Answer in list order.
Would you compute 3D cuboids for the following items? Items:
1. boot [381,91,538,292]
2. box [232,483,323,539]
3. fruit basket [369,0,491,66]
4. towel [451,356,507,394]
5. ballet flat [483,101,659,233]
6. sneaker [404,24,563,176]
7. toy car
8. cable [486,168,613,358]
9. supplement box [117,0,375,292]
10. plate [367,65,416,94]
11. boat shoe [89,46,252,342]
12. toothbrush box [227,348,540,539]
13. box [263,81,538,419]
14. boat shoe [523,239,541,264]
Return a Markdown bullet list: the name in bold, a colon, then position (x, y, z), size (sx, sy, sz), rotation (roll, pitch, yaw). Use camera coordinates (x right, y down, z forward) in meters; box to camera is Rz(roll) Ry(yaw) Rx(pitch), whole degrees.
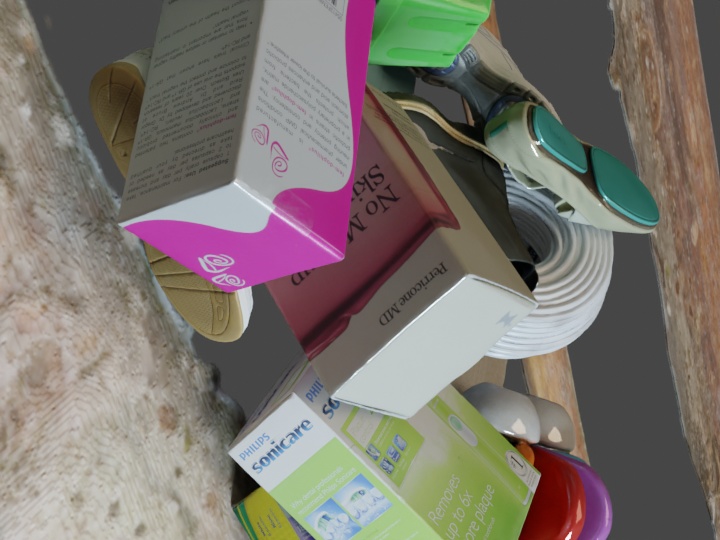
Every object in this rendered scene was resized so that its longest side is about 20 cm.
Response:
- **boot**: position (0.059, -0.058, 1.065), size (0.198, 0.077, 0.140), rotation (7, 52, -38)
- **box**: position (-0.012, 0.210, 0.991), size (0.117, 0.048, 0.201), rotation (-16, 71, -56)
- **fruit basket**: position (0.007, -0.275, 1.030), size (0.213, 0.156, 0.218), rotation (5, 71, -16)
- **towel**: position (0.106, 0.038, 1.288), size (0.132, 0.034, 0.202), rotation (41, 54, -49)
- **ballet flat**: position (0.177, -0.080, 1.148), size (0.199, 0.069, 0.070), rotation (32, 60, -37)
- **sneaker**: position (0.116, -0.167, 1.177), size (0.200, 0.074, 0.087), rotation (47, 33, -11)
- **toy car**: position (0.151, 0.204, 1.212), size (0.199, 0.149, 0.177), rotation (21, 86, -57)
- **cable**: position (0.128, -0.021, 1.182), size (0.197, 0.070, 0.202), rotation (-2, 55, -21)
- **supplement box**: position (-0.065, -0.104, 0.828), size (0.101, 0.103, 0.202), rotation (35, 50, -42)
- **plate**: position (-0.009, -0.199, 1.117), size (0.199, 0.025, 0.203), rotation (10, 79, -59)
- **boat shoe**: position (-0.108, -0.051, 0.892), size (0.069, 0.070, 0.202), rotation (-45, 124, -49)
- **toothbrush box**: position (0.022, 0.141, 0.982), size (0.200, 0.086, 0.146), rotation (44, 33, -4)
- **box**: position (0.005, -0.020, 0.922), size (0.109, 0.128, 0.201), rotation (22, 30, -56)
- **boat shoe**: position (0.142, 0.014, 1.257), size (0.200, 0.071, 0.068), rotation (-52, 161, -39)
